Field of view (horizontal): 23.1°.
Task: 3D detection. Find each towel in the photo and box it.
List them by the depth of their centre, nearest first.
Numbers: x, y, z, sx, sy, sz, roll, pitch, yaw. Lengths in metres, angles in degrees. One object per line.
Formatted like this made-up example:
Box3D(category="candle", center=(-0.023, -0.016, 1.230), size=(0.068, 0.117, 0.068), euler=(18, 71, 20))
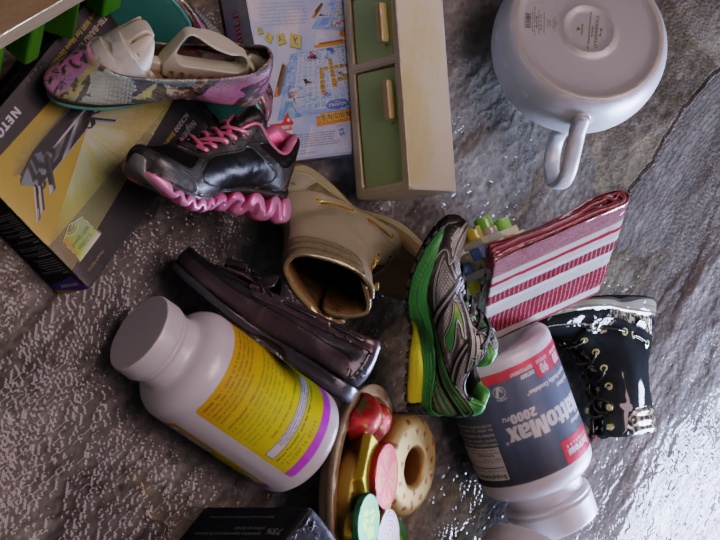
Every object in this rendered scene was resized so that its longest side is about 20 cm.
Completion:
Box3D(category="towel", center=(0.176, -0.001, 1.670), size=(0.144, 0.200, 0.023), euler=(-23, 67, -12))

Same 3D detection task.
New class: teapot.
Box3D(category="teapot", center=(0.221, -0.218, 1.862), size=(0.200, 0.146, 0.198), euler=(-38, 80, -21))

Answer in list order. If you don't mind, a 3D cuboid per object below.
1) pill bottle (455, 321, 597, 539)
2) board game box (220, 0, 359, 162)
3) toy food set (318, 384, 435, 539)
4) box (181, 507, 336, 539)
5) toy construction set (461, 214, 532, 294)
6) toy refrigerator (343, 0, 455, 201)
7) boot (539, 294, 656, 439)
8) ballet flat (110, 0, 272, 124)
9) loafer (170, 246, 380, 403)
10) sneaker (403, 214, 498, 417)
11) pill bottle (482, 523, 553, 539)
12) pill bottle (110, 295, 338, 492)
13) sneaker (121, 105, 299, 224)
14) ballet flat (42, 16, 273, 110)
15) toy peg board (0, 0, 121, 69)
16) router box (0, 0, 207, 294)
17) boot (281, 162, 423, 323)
Box3D(category="pill bottle", center=(0.164, 0.164, 1.765), size=(0.119, 0.119, 0.201), euler=(-31, 104, -40))
Box3D(category="board game box", center=(-0.036, -0.207, 1.691), size=(0.200, 0.041, 0.200), euler=(-10, 91, -42))
Box3D(category="toy food set", center=(0.014, 0.206, 1.625), size=(0.200, 0.048, 0.199), euler=(58, 38, -56))
Box3D(category="box", center=(-0.114, 0.302, 1.479), size=(0.200, 0.148, 0.104), euler=(-50, 116, -33))
Box3D(category="toy construction set", center=(0.145, -0.016, 1.760), size=(0.199, 0.131, 0.092), euler=(-3, 75, -39))
Box3D(category="toy refrigerator", center=(0.034, -0.170, 1.671), size=(0.070, 0.076, 0.201), euler=(0, 85, -42))
Box3D(category="boot", center=(0.247, 0.104, 1.880), size=(0.203, 0.073, 0.154), euler=(-1, 87, -42))
Box3D(category="ballet flat", center=(-0.153, -0.203, 1.557), size=(0.200, 0.069, 0.071), euler=(43, 26, -20))
Box3D(category="loafer", center=(-0.072, 0.035, 1.537), size=(0.200, 0.072, 0.063), euler=(37, 89, 7))
Box3D(category="sneaker", center=(0.090, 0.042, 1.632), size=(0.078, 0.085, 0.201), euler=(-49, 142, -60))
Box3D(category="pill bottle", center=(0.133, 0.356, 1.712), size=(0.116, 0.116, 0.200), euler=(41, 58, -30))
Box3D(category="pill bottle", center=(-0.119, 0.104, 1.530), size=(0.200, 0.104, 0.105), euler=(38, 60, -32))
Box3D(category="sneaker", center=(-0.120, -0.098, 1.494), size=(0.200, 0.079, 0.096), euler=(5, 110, -56))
Box3D(category="ballet flat", center=(-0.163, -0.173, 1.460), size=(0.199, 0.071, 0.069), euler=(-1, 48, -29))
Box3D(category="toy peg board", center=(-0.294, -0.258, 1.420), size=(0.199, 0.098, 0.200), euler=(41, 52, 13))
Box3D(category="router box", center=(-0.240, -0.106, 1.487), size=(0.157, 0.052, 0.200), euler=(48, 56, -26))
Box3D(category="boot", center=(0.000, 0.000, 1.622), size=(0.200, 0.073, 0.156), euler=(37, 22, -28))
